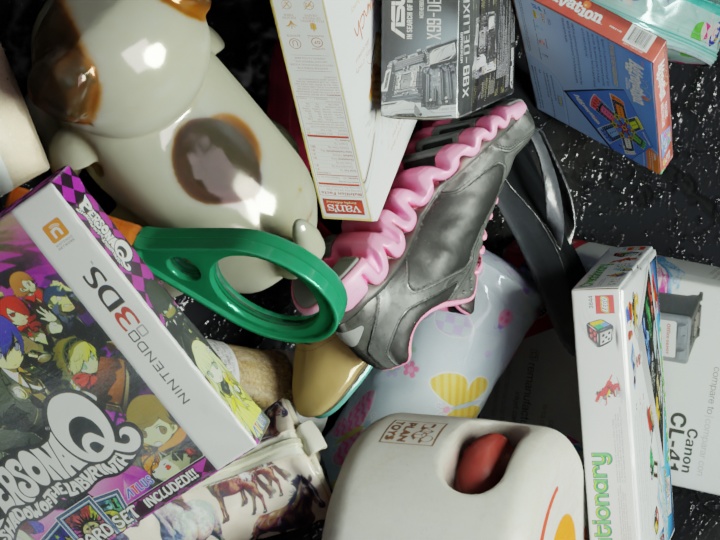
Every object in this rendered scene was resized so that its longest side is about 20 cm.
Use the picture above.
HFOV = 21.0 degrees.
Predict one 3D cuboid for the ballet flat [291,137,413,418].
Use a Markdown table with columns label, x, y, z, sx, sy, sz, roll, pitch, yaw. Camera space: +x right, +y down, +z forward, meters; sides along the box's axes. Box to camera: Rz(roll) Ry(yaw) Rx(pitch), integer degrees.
| label | x | y | z | sx | sy | sz | roll | pitch | yaw |
| --- | --- | --- | --- | --- | --- | --- | --- | --- | --- |
| ballet flat | 0.000 | 0.000 | 1.230 | 0.063 | 0.069 | 0.200 | 45 | 63 | -26 |

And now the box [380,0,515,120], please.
| label | x | y | z | sx | sy | sz | roll | pitch | yaw |
| --- | --- | --- | --- | --- | --- | --- | --- | --- | --- |
| box | 0.055 | -0.195 | 1.153 | 0.158 | 0.050 | 0.200 | -34 | 126 | -70 |

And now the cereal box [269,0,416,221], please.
| label | x | y | z | sx | sy | sz | roll | pitch | yaw |
| --- | --- | --- | --- | --- | --- | --- | --- | --- | --- |
| cereal box | -0.004 | -0.148 | 1.129 | 0.144 | 0.039 | 0.200 | -68 | 154 | -43 |

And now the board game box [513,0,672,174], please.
| label | x | y | z | sx | sy | sz | roll | pitch | yaw |
| --- | --- | --- | --- | --- | --- | --- | --- | --- | --- |
| board game box | 0.154 | -0.126 | 1.261 | 0.019 | 0.103 | 0.200 | -56 | 163 | -9 |

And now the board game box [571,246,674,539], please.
| label | x | y | z | sx | sy | sz | roll | pitch | yaw |
| --- | --- | --- | --- | --- | --- | --- | --- | --- | --- |
| board game box | 0.170 | 0.094 | 1.242 | 0.126 | 0.035 | 0.200 | -34 | 120 | -69 |

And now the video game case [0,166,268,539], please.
| label | x | y | z | sx | sy | sz | roll | pitch | yaw |
| --- | --- | --- | --- | --- | --- | --- | --- | --- | --- |
| video game case | -0.183 | 0.070 | 1.068 | 0.200 | 0.036 | 0.181 | -33 | 102 | 19 |

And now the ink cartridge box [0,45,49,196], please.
| label | x | y | z | sx | sy | sz | roll | pitch | yaw |
| --- | --- | --- | --- | --- | --- | --- | --- | --- | --- |
| ink cartridge box | -0.288 | -0.083 | 1.032 | 0.200 | 0.075 | 0.165 | -34 | 120 | -24 |

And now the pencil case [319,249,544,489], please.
| label | x | y | z | sx | sy | sz | roll | pitch | yaw |
| --- | --- | --- | --- | --- | --- | --- | --- | --- | --- |
| pencil case | 0.041 | 0.072 | 1.297 | 0.083 | 0.091 | 0.200 | 25 | 95 | -41 |

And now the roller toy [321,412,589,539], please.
| label | x | y | z | sx | sy | sz | roll | pitch | yaw |
| --- | --- | --- | --- | --- | --- | --- | --- | --- | --- |
| roller toy | 0.054 | 0.178 | 1.177 | 0.182 | 0.140 | 0.200 | 55 | 43 | -61 |

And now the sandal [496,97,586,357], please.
| label | x | y | z | sx | sy | sz | roll | pitch | yaw |
| --- | --- | --- | --- | --- | --- | --- | --- | --- | --- |
| sandal | 0.123 | -0.042 | 1.279 | 0.200 | 0.043 | 0.076 | 64 | 23 | -5 |

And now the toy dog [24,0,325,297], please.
| label | x | y | z | sx | sy | sz | roll | pitch | yaw |
| --- | --- | --- | --- | --- | --- | --- | --- | --- | --- |
| toy dog | -0.116 | -0.080 | 1.091 | 0.139 | 0.194 | 0.200 | -36 | 130 | -8 |

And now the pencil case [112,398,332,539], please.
| label | x | y | z | sx | sy | sz | roll | pitch | yaw |
| --- | --- | --- | --- | --- | --- | --- | --- | --- | --- |
| pencil case | -0.113 | 0.142 | 1.176 | 0.200 | 0.089 | 0.078 | -19 | 75 | -1 |

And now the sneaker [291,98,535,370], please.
| label | x | y | z | sx | sy | sz | roll | pitch | yaw |
| --- | --- | --- | --- | --- | --- | --- | --- | --- | --- |
| sneaker | 0.047 | -0.021 | 1.189 | 0.200 | 0.079 | 0.095 | -48 | 111 | -20 |

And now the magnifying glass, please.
| label | x | y | z | sx | sy | sz | roll | pitch | yaw |
| --- | --- | --- | --- | --- | --- | --- | --- | --- | --- |
| magnifying glass | -0.102 | -0.008 | 1.070 | 0.080 | 0.200 | 0.022 | 90 | 19 | -55 |

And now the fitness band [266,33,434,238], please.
| label | x | y | z | sx | sy | sz | roll | pitch | yaw |
| --- | --- | --- | --- | --- | --- | --- | --- | --- | --- |
| fitness band | 0.005 | -0.099 | 1.268 | 0.144 | 0.037 | 0.200 | -8 | 108 | -31 |

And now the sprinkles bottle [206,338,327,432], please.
| label | x | y | z | sx | sy | sz | roll | pitch | yaw |
| --- | --- | --- | --- | --- | --- | --- | --- | --- | --- |
| sprinkles bottle | -0.115 | 0.071 | 1.210 | 0.200 | 0.068 | 0.068 | 13 | 96 | -38 |

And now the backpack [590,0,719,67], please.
| label | x | y | z | sx | sy | sz | roll | pitch | yaw |
| --- | --- | --- | --- | --- | --- | --- | --- | --- | --- |
| backpack | 0.193 | -0.215 | 1.247 | 0.177 | 0.200 | 0.151 | 12 | 95 | -51 |

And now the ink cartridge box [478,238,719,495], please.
| label | x | y | z | sx | sy | sz | roll | pitch | yaw |
| --- | --- | --- | --- | --- | --- | --- | --- | --- | --- |
| ink cartridge box | 0.192 | 0.065 | 1.346 | 0.086 | 0.200 | 0.148 | -19 | 118 | -67 |
